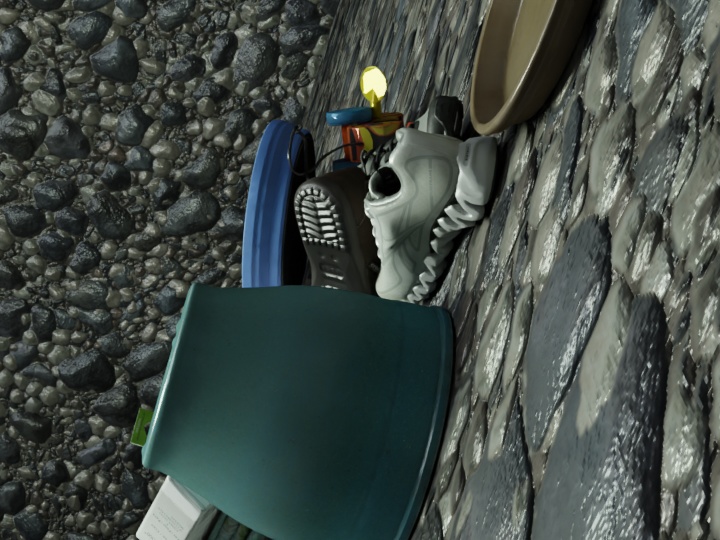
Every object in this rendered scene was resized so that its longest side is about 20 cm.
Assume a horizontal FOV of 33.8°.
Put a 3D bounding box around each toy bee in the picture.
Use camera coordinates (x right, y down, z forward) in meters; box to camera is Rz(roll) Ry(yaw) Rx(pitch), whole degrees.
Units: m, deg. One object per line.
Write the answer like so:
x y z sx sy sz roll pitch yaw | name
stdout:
0.017 -0.124 1.188 0.201 0.107 0.133 -65 -33 -51 | toy bee

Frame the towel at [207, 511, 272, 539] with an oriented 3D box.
-0.069 0.202 1.034 0.171 0.048 0.201 -41 -15 -44 | towel

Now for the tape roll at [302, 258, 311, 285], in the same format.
-0.024 0.025 1.215 0.200 0.065 0.204 -164 90 -82 | tape roll

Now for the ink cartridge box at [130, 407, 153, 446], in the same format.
-0.247 0.237 1.845 0.148 0.197 0.077 -105 33 -74 | ink cartridge box

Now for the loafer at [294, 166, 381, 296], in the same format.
0.000 0.000 0.998 0.071 0.072 0.202 -42 -40 -37 | loafer

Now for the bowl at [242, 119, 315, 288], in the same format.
-0.079 -0.049 1.198 0.201 0.039 0.204 7 -90 -84 | bowl

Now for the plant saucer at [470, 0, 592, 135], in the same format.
0.119 -0.184 0.779 0.200 0.029 0.203 -164 89 -82 | plant saucer

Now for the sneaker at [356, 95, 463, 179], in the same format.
0.033 -0.079 0.991 0.201 0.078 0.075 122 164 -59 | sneaker

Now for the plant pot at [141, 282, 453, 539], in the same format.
-0.053 0.098 0.854 0.200 0.185 0.203 -164 90 -81 | plant pot

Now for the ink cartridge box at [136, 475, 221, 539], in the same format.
-0.113 0.180 1.020 0.200 0.045 0.177 -40 -14 -47 | ink cartridge box

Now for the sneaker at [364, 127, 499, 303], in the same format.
0.037 -0.041 0.888 0.201 0.080 0.076 116 166 -56 | sneaker
